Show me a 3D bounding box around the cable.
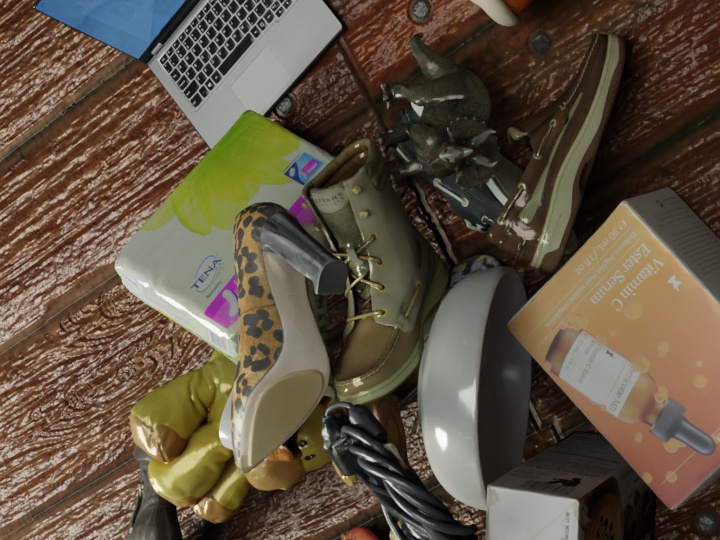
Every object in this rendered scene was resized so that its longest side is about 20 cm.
[{"bbox_3d":[0.047,0.189,1.431,0.051,0.200,0.163,-43,49,-13],"label":"cable"}]

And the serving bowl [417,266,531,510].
[{"bbox_3d":[0.089,0.095,1.467,0.065,0.200,0.201,3,100,17],"label":"serving bowl"}]

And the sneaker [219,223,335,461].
[{"bbox_3d":[-0.045,0.064,1.490,0.084,0.073,0.201,16,86,27],"label":"sneaker"}]

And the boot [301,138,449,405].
[{"bbox_3d":[0.000,0.000,1.460,0.072,0.200,0.155,-12,121,29],"label":"boot"}]

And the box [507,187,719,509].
[{"bbox_3d":[0.247,0.060,1.428,0.200,0.106,0.152,48,117,16],"label":"box"}]

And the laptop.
[{"bbox_3d":[-0.156,-0.228,1.615,0.187,0.116,0.200,-45,75,28],"label":"laptop"}]

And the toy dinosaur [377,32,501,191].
[{"bbox_3d":[0.069,-0.122,1.468,0.102,0.200,0.077,-9,127,11],"label":"toy dinosaur"}]

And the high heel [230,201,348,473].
[{"bbox_3d":[-0.083,0.050,1.449,0.142,0.071,0.201,39,112,48],"label":"high heel"}]

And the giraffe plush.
[{"bbox_3d":[-0.081,0.139,1.591,0.162,0.172,0.201,19,77,44],"label":"giraffe plush"}]

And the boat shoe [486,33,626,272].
[{"bbox_3d":[0.154,-0.105,1.434,0.074,0.075,0.203,19,75,5],"label":"boat shoe"}]

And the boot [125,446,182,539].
[{"bbox_3d":[-0.194,0.214,1.724,0.200,0.069,0.175,128,145,-67],"label":"boot"}]

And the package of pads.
[{"bbox_3d":[-0.102,-0.033,1.577,0.154,0.068,0.200,30,71,29],"label":"package of pads"}]

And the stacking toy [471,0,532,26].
[{"bbox_3d":[0.151,-0.306,1.434,0.200,0.146,0.147,-35,80,13],"label":"stacking toy"}]

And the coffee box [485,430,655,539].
[{"bbox_3d":[0.172,0.208,1.441,0.079,0.200,0.114,6,100,26],"label":"coffee box"}]

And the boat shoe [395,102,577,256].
[{"bbox_3d":[0.102,-0.069,1.517,0.200,0.075,0.060,50,118,28],"label":"boat shoe"}]

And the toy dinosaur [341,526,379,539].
[{"bbox_3d":[0.036,0.327,1.635,0.199,0.105,0.183,3,86,-7],"label":"toy dinosaur"}]

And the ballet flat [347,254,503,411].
[{"bbox_3d":[0.052,0.066,1.566,0.072,0.072,0.200,50,118,14],"label":"ballet flat"}]

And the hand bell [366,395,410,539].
[{"bbox_3d":[0.038,0.189,1.559,0.104,0.104,0.201,-17,96,31],"label":"hand bell"}]
